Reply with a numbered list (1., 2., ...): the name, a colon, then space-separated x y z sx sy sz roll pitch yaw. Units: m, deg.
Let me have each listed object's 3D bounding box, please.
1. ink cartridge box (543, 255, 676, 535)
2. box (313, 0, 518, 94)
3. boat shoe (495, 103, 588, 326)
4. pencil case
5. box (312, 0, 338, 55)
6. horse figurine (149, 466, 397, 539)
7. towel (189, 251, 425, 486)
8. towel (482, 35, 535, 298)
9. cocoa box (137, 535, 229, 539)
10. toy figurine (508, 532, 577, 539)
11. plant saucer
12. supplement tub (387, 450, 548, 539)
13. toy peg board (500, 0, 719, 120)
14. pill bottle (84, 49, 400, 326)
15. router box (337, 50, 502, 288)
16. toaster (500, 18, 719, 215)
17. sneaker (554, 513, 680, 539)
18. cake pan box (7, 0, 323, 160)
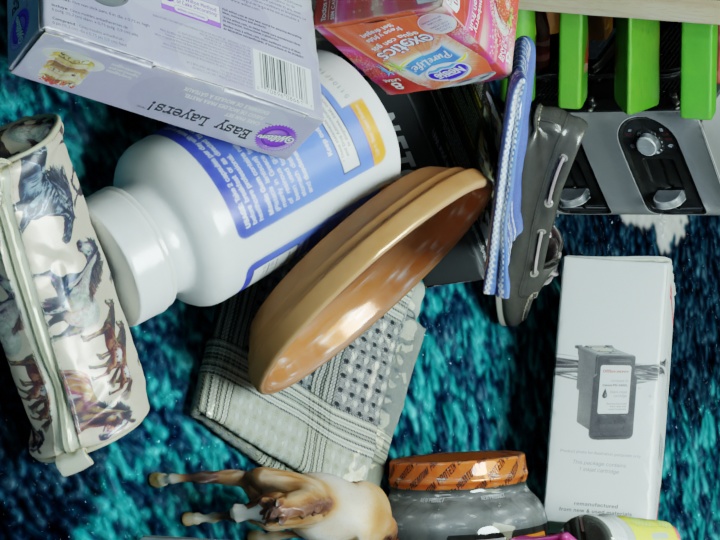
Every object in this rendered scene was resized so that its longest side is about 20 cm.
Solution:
1. ink cartridge box: 0.187 0.100 1.954 0.145 0.083 0.201 59 35 -75
2. box: 0.043 -0.223 1.653 0.100 0.095 0.201 38 52 -52
3. boat shoe: 0.129 -0.033 1.890 0.067 0.057 0.201 -75 169 -47
4. pencil case: -0.184 0.014 1.533 0.089 0.077 0.201 -47 124 -61
5. box: -0.071 -0.204 1.719 0.158 0.048 0.201 26 67 -48
6. horse figurine: -0.038 0.154 1.666 0.200 0.132 0.050 23 68 -49
7. towel: -0.026 0.049 1.769 0.200 0.034 0.194 37 59 -45
8. towel: 0.101 -0.071 1.721 0.200 0.024 0.146 -73 169 -76
9. cocoa box: -0.051 0.265 1.639 0.200 0.133 0.132 38 59 -44
10. toy figurine: 0.116 0.257 1.679 0.200 0.149 0.185 65 27 -72
11. plant saucer: 0.000 0.000 1.665 0.037 0.200 0.200 48 41 8
12. supplement tub: 0.072 0.228 1.810 0.122 0.122 0.201 -2 89 -52
13. toy peg board: 0.189 -0.186 1.887 0.199 0.199 0.098 -54 147 -61
14. pill bottle: -0.082 -0.047 1.619 0.199 0.112 0.113 -30 112 -28
15. router box: 0.045 -0.111 1.805 0.150 0.051 0.201 -78 152 -44
16. toaster: 0.223 -0.130 1.987 0.200 0.180 0.119 -53 132 -40
17. sneaker: 0.162 0.230 1.868 0.090 0.200 0.079 -6 68 -30
18. cake pan box: -0.114 -0.173 1.560 0.199 0.052 0.185 15 52 -30
